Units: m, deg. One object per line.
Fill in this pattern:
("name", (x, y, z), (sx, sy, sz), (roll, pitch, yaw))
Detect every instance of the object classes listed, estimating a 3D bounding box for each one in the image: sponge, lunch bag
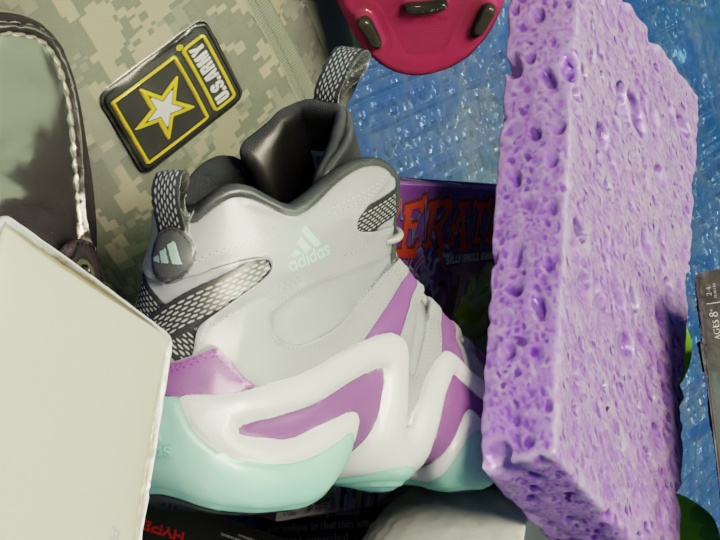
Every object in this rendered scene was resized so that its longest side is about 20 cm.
("sponge", (0.080, -0.002, 0.835), (0.112, 0.030, 0.200), (46, 41, -49))
("lunch bag", (-0.075, -0.101, 0.845), (0.164, 0.117, 0.200), (61, 40, -43))

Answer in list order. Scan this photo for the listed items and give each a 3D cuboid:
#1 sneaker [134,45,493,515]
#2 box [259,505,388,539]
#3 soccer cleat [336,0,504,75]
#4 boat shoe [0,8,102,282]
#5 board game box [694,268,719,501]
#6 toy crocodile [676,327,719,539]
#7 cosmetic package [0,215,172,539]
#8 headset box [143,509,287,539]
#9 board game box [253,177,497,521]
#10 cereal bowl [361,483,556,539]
("sneaker", (0.000, 0.000, 0.776), (0.200, 0.078, 0.140), (-1, 92, -60))
("box", (0.011, 0.150, 0.987), (0.100, 0.075, 0.201), (22, 67, -56))
("soccer cleat", (0.012, -0.167, 0.827), (0.086, 0.070, 0.200), (-101, -179, -58))
("boat shoe", (-0.102, 0.022, 0.720), (0.072, 0.065, 0.201), (6, 88, -33))
("board game box", (0.142, 0.114, 0.852), (0.135, 0.028, 0.201), (63, 22, -68))
("toy crocodile", (0.090, 0.065, 0.937), (0.062, 0.067, 0.201), (-16, 107, -19))
("cosmetic package", (-0.152, 0.058, 0.599), (0.073, 0.200, 0.104), (40, 51, -49))
("headset box", (-0.080, 0.182, 0.819), (0.149, 0.077, 0.201), (28, 62, -57))
("board game box", (0.022, 0.025, 0.909), (0.200, 0.032, 0.120), (-1, 96, -59))
("cereal bowl", (0.025, 0.166, 0.846), (0.200, 0.083, 0.201), (-1, 90, -79))
